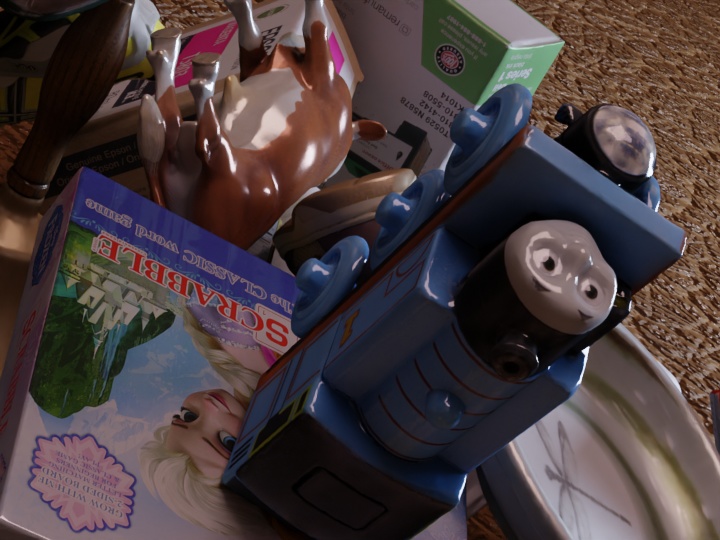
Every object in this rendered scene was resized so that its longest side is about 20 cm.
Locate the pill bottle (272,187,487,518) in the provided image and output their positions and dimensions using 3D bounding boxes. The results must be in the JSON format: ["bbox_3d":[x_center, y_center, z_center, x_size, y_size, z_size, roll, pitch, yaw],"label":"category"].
[{"bbox_3d":[0.001,0.043,1.015,0.112,0.112,0.200,3,36,-48],"label":"pill bottle"}]

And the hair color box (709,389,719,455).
[{"bbox_3d":[0.221,0.158,0.936,0.061,0.200,0.102,-6,-4,9],"label":"hair color box"}]

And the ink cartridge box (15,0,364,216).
[{"bbox_3d":[-0.096,-0.093,1.093,0.200,0.165,0.075,-75,144,-66],"label":"ink cartridge box"}]

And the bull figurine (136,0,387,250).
[{"bbox_3d":[-0.047,-0.077,0.888,0.065,0.122,0.200,1,30,22],"label":"bull figurine"}]

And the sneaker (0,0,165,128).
[{"bbox_3d":[-0.190,-0.104,1.013,0.076,0.200,0.075,42,47,-36],"label":"sneaker"}]

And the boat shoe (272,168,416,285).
[{"bbox_3d":[0.000,0.000,0.873,0.072,0.065,0.200,-12,-7,-7],"label":"boat shoe"}]

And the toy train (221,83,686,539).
[{"bbox_3d":[0.032,0.021,0.654,0.087,0.200,0.114,33,46,-15],"label":"toy train"}]

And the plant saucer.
[{"bbox_3d":[0.103,0.095,0.820,0.200,0.050,0.200,37,31,-28],"label":"plant saucer"}]

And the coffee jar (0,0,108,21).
[{"bbox_3d":[-0.145,-0.183,0.878,0.085,0.104,0.200,66,-5,-21],"label":"coffee jar"}]

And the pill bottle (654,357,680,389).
[{"bbox_3d":[0.120,0.076,1.093,0.200,0.112,0.112,44,26,27],"label":"pill bottle"}]

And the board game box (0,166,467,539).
[{"bbox_3d":[-0.047,0.074,0.723,0.200,0.041,0.200,28,36,-21],"label":"board game box"}]

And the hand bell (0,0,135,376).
[{"bbox_3d":[-0.158,-0.050,0.891,0.104,0.200,0.104,27,24,-13],"label":"hand bell"}]

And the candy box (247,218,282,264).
[{"bbox_3d":[-0.098,0.046,0.882,0.056,0.117,0.200,30,23,-8],"label":"candy box"}]

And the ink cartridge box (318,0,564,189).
[{"bbox_3d":[0.019,-0.111,1.229,0.146,0.200,0.084,40,28,20],"label":"ink cartridge box"}]
